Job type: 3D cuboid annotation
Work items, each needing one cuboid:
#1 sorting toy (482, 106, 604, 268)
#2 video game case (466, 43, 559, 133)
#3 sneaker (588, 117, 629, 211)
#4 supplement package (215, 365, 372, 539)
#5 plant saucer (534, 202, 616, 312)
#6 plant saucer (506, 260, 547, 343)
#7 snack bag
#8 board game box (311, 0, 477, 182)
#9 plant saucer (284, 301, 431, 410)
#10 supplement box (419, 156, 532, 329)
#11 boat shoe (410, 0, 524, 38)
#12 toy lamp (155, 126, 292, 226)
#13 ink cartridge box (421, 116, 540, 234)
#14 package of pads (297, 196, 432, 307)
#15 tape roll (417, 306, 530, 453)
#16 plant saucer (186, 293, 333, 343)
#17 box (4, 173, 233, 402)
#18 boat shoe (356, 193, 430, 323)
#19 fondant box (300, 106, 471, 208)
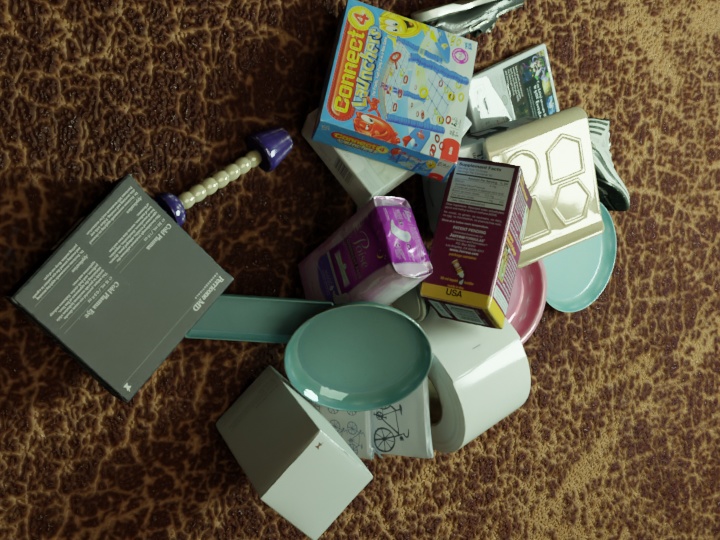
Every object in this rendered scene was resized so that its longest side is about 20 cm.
[{"bbox_3d":[0.277,-0.127,1.495,0.183,0.036,0.203,-21,107,-20],"label":"sorting toy"},{"bbox_3d":[0.251,-0.240,1.595,0.180,0.023,0.203,-28,113,-27],"label":"video game case"},{"bbox_3d":[0.421,-0.190,1.689,0.200,0.075,0.117,40,63,-44],"label":"sneaker"},{"bbox_3d":[-0.093,0.240,1.325,0.117,0.200,0.117,-46,121,-4],"label":"supplement package"},{"bbox_3d":[0.365,-0.030,1.708,0.198,0.027,0.204,-8,103,-33],"label":"plant saucer"},{"bbox_3d":[0.217,0.036,1.604,0.198,0.051,0.204,-8,104,-33],"label":"plant saucer"},{"bbox_3d":[0.011,0.182,1.415,0.021,0.197,0.192,-28,117,-62],"label":"snack bag"},{"bbox_3d":[0.049,-0.247,1.349,0.193,0.056,0.203,16,67,-10],"label":"board game box"},{"bbox_3d":[-0.003,0.112,1.322,0.196,0.028,0.202,-1,132,-1],"label":"plant saucer"},{"bbox_3d":[0.163,-0.036,1.365,0.131,0.102,0.203,44,59,-66],"label":"supplement box"},{"bbox_3d":[0.166,-0.378,1.481,0.198,0.074,0.061,-22,110,-26],"label":"boat shoe"},{"bbox_3d":[-0.175,-0.128,1.301,0.199,0.058,0.059,-36,116,-25],"label":"toy lamp"},{"bbox_3d":[0.201,-0.140,1.520,0.197,0.083,0.148,-18,110,-20],"label":"ink cartridge box"},{"bbox_3d":[0.000,0.000,1.342,0.075,0.199,0.122,0,62,-42],"label":"package of pads"},{"bbox_3d":[0.136,0.150,1.476,0.138,0.202,0.206,-27,113,-28],"label":"tape roll"},{"bbox_3d":[-0.136,0.063,1.321,0.196,0.019,0.071,4,120,-4],"label":"plant saucer"},{"bbox_3d":[-0.292,0.021,1.198,0.182,0.104,0.201,46,72,-17],"label":"box"},{"bbox_3d":[0.058,-0.021,1.441,0.061,0.075,0.202,-12,70,-47],"label":"boat shoe"},{"bbox_3d":[0.037,-0.201,1.391,0.199,0.058,0.145,-36,83,-25],"label":"fondant box"}]
